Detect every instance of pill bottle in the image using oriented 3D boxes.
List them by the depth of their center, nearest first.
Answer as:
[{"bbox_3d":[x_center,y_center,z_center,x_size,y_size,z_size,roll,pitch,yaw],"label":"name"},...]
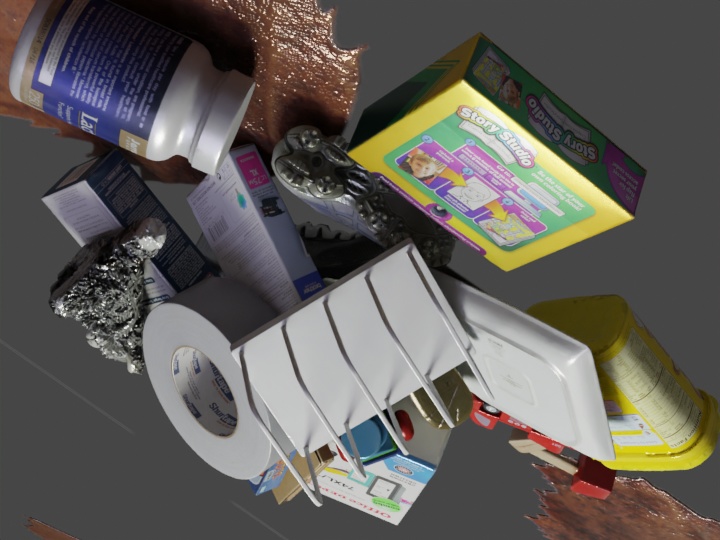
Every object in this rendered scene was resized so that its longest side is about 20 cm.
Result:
[{"bbox_3d":[-0.202,-0.168,1.196,0.199,0.116,0.116,24,150,-2],"label":"pill bottle"}]

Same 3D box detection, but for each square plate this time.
[{"bbox_3d":[0.154,0.099,1.319,0.199,0.028,0.199,27,155,35],"label":"square plate"}]

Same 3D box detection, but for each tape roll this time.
[{"bbox_3d":[-0.137,0.110,1.371,0.199,0.066,0.202,29,135,34],"label":"tape roll"}]

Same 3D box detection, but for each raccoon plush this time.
[{"bbox_3d":[-0.237,0.036,1.400,0.134,0.097,0.199,44,145,-23],"label":"raccoon plush"}]

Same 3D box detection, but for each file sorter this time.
[{"bbox_3d":[0.005,0.097,1.221,0.199,0.125,0.139,-31,116,2],"label":"file sorter"}]

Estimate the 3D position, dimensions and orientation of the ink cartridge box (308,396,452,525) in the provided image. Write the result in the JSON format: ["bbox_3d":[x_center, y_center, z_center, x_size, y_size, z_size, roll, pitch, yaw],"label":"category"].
[{"bbox_3d":[0.023,0.181,1.573,0.146,0.147,0.200,22,150,1],"label":"ink cartridge box"}]

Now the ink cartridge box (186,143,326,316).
[{"bbox_3d":[-0.099,-0.013,1.344,0.119,0.042,0.201,-35,78,56],"label":"ink cartridge box"}]

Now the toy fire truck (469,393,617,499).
[{"bbox_3d":[0.215,0.191,1.560,0.198,0.049,0.141,20,150,5],"label":"toy fire truck"}]

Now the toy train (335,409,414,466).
[{"bbox_3d":[-0.014,0.104,1.399,0.084,0.202,0.116,-20,172,5],"label":"toy train"}]

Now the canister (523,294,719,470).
[{"bbox_3d":[0.261,0.116,1.373,0.148,0.087,0.200,-7,137,44],"label":"canister"}]

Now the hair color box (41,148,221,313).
[{"bbox_3d":[-0.245,-0.030,1.458,0.100,0.061,0.201,-12,121,48],"label":"hair color box"}]

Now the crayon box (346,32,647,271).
[{"bbox_3d":[0.116,-0.095,1.158,0.199,0.059,0.172,35,147,-21],"label":"crayon box"}]

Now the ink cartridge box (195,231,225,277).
[{"bbox_3d":[-0.110,0.054,1.560,0.199,0.041,0.200,25,148,1],"label":"ink cartridge box"}]

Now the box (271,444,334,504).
[{"bbox_3d":[-0.106,0.154,1.529,0.201,0.021,0.164,63,151,14],"label":"box"}]

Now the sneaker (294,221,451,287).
[{"bbox_3d":[0.000,0.000,1.355,0.198,0.091,0.067,1,145,32],"label":"sneaker"}]

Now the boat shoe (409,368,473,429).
[{"bbox_3d":[0.048,0.072,1.341,0.202,0.071,0.066,59,177,-27],"label":"boat shoe"}]

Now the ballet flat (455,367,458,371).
[{"bbox_3d":[0.054,0.089,1.419,0.069,0.069,0.201,-8,115,41],"label":"ballet flat"}]

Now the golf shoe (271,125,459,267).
[{"bbox_3d":[0.003,-0.070,1.283,0.199,0.079,0.097,33,168,-12],"label":"golf shoe"}]

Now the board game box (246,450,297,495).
[{"bbox_3d":[-0.110,0.142,1.470,0.136,0.034,0.201,57,146,24],"label":"board game box"}]
